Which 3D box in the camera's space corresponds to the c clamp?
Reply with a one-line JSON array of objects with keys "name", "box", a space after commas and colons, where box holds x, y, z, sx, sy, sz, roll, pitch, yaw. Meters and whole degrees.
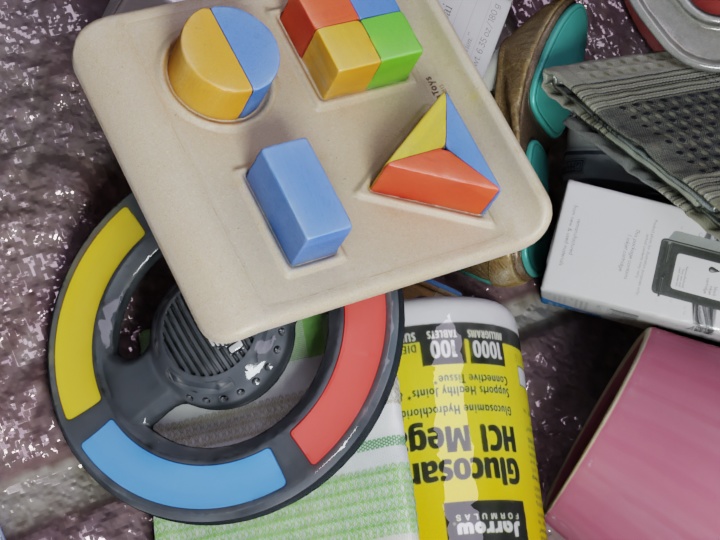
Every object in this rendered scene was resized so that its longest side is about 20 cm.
[{"name": "c clamp", "box": [0.216, -0.213, 1.114, 0.200, 0.027, 0.171, -33, 84, 2]}]

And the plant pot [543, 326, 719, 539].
[{"name": "plant pot", "box": [0.210, 0.129, 1.056, 0.179, 0.200, 0.200, 30, 59, 5]}]

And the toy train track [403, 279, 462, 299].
[{"name": "toy train track", "box": [0.000, 0.000, 1.078, 0.200, 0.033, 0.115, 23, 102, -26]}]

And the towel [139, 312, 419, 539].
[{"name": "towel", "box": [-0.041, 0.111, 0.976, 0.031, 0.149, 0.200, 37, 43, -62]}]

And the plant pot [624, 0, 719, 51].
[{"name": "plant pot", "box": [0.294, -0.228, 1.232, 0.200, 0.177, 0.201, 9, 67, -22]}]

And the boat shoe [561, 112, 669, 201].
[{"name": "boat shoe", "box": [0.225, -0.086, 1.201, 0.202, 0.075, 0.086, 7, 84, -17]}]

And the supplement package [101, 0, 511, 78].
[{"name": "supplement package", "box": [-0.039, -0.133, 1.066, 0.200, 0.120, 0.121, 28, 62, -13]}]

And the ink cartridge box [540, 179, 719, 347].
[{"name": "ink cartridge box", "box": [0.209, 0.009, 1.084, 0.200, 0.116, 0.068, 15, 87, 7]}]

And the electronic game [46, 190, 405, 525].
[{"name": "electronic game", "box": [-0.073, 0.033, 0.970, 0.200, 0.042, 0.200, -7, 70, 19]}]

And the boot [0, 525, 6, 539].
[{"name": "boot", "box": [-0.173, 0.169, 0.920, 0.090, 0.073, 0.200, -3, 80, -34]}]

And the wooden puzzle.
[{"name": "wooden puzzle", "box": [-0.020, -0.074, 0.941, 0.200, 0.046, 0.185, -19, 70, -25]}]

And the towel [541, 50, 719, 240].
[{"name": "towel", "box": [0.229, -0.077, 1.091, 0.200, 0.035, 0.193, -11, 39, -30]}]

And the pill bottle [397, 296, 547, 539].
[{"name": "pill bottle", "box": [0.042, 0.123, 1.008, 0.112, 0.112, 0.200, 1, 71, -25]}]

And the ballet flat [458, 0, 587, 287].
[{"name": "ballet flat", "box": [0.088, -0.082, 1.141, 0.068, 0.072, 0.200, 46, 50, -55]}]
